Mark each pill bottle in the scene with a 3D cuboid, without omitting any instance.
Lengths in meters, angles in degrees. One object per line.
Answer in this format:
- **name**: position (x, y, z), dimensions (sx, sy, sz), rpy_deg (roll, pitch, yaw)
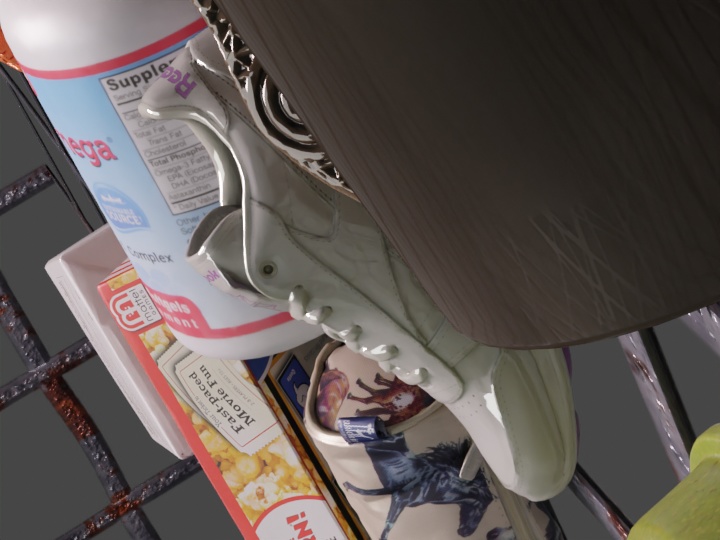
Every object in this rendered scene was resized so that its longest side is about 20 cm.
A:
- **pill bottle**: position (-0.061, -0.075, 0.956), dimensions (0.200, 0.109, 0.109), rpy_deg (62, 171, -27)

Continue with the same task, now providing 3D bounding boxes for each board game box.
- **board game box**: position (-0.020, 0.056, 1.168), dimensions (0.200, 0.046, 0.152), rpy_deg (60, -153, -10)

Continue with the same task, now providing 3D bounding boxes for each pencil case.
- **pencil case**: position (0.051, 0.114, 1.093), dimensions (0.089, 0.078, 0.200), rpy_deg (17, 141, 55)

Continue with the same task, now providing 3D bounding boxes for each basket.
- **basket**: position (0.009, -0.101, 0.354), dimensions (0.200, 0.136, 0.180), rpy_deg (57, 179, -15)

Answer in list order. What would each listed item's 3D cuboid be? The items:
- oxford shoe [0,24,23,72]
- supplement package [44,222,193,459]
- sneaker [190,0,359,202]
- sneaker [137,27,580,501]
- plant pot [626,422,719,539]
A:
- **oxford shoe**: position (-0.113, -0.111, 1.023), dimensions (0.071, 0.073, 0.200), rpy_deg (35, -172, 37)
- **supplement package**: position (-0.081, 0.014, 1.383), dimensions (0.120, 0.121, 0.200), rpy_deg (59, 173, -4)
- **sneaker**: position (-0.023, -0.101, 0.830), dimensions (0.200, 0.070, 0.076), rpy_deg (45, -150, 6)
- **sneaker**: position (0.000, 0.000, 0.898), dimensions (0.200, 0.100, 0.075), rpy_deg (58, 169, -6)
- **plant pot**: position (0.081, 0.175, 0.752), dimensions (0.200, 0.184, 0.200), rpy_deg (57, 171, 13)
